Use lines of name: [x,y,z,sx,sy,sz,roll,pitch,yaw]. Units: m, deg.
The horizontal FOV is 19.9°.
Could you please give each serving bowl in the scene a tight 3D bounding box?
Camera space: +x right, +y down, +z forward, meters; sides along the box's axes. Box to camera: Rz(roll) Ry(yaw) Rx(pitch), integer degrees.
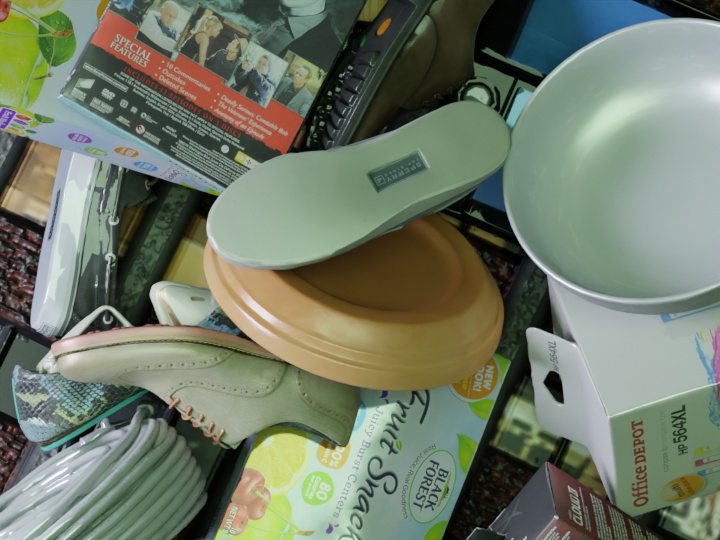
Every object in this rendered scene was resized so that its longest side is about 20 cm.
serving bowl: [0.193,-0.056,1.276,0.199,0.066,0.201,-11,60,19]

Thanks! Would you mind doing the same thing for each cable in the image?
cable: [-0.190,0.168,1.289,0.200,0.200,0.069,-34,98,-4]

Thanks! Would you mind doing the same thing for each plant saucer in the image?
plant saucer: [0.000,0.000,1.316,0.199,0.200,0.038,19,124,1]

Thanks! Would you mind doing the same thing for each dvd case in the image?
dvd case: [-0.082,-0.159,1.294,0.146,0.022,0.201,29,79,-14]

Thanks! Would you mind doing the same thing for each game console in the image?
game console: [0.155,-0.095,1.356,0.199,0.119,0.173,23,83,1]

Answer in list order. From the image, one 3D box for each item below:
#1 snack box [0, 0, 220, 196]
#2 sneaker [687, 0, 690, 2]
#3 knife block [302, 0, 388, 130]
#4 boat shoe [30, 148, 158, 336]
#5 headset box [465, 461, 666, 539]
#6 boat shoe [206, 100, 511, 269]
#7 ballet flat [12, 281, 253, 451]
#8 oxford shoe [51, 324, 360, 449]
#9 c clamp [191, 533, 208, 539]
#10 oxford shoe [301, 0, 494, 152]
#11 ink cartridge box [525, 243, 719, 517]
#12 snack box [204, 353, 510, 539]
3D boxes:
snack box: [-0.152,-0.158,1.322,0.199,0.068,0.169,16,76,-18]
sneaker: [0.175,-0.203,1.390,0.199,0.067,0.090,18,90,4]
knife block: [-0.019,-0.200,1.367,0.175,0.064,0.200,-41,104,-4]
boat shoe: [-0.169,-0.050,1.376,0.066,0.070,0.201,13,81,-18]
headset box: [0.137,0.229,1.303,0.200,0.075,0.149,35,109,-13]
boat shoe: [-0.001,-0.044,1.280,0.200,0.072,0.070,-21,77,-12]
ballet flat: [-0.138,0.045,1.345,0.200,0.074,0.074,-28,86,-21]
oxford shoe: [-0.095,0.074,1.284,0.199,0.071,0.074,5,84,-8]
c clamp: [-0.100,0.208,1.373,0.199,0.027,0.171,-27,86,-5]
oxford shoe: [0.031,-0.126,1.319,0.084,0.073,0.200,28,106,-25]
ink cartridge box: [0.212,0.061,1.318,0.199,0.129,0.126,-17,51,-2]
snack box: [-0.004,0.125,1.353,0.142,0.053,0.201,23,80,-8]
